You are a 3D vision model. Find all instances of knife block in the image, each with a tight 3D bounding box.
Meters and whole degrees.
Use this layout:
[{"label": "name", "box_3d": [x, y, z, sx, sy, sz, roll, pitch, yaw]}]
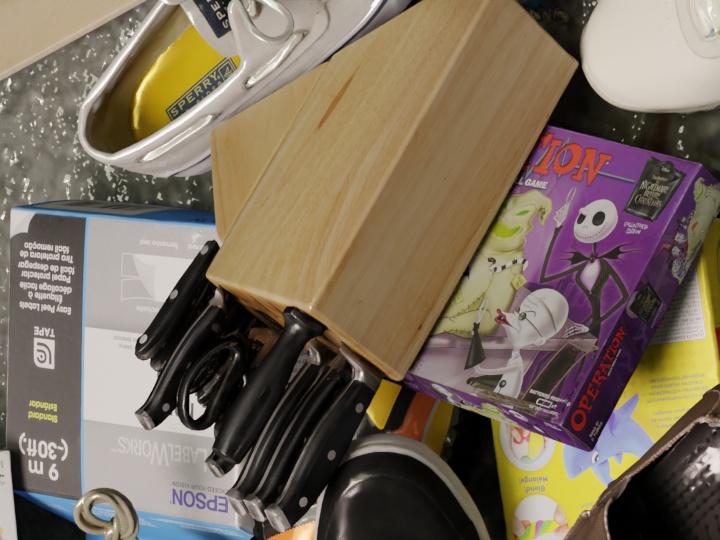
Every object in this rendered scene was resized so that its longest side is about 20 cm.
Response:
[{"label": "knife block", "box_3d": [0.000, 0.000, 1.096, 0.200, 0.064, 0.176, -29, 46, 23]}]

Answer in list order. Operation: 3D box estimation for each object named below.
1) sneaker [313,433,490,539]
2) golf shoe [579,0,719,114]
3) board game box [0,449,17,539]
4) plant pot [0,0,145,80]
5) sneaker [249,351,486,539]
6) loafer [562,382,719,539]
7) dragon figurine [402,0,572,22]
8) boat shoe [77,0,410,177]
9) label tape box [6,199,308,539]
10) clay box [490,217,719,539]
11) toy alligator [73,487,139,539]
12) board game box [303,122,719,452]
[{"label": "sneaker", "box_3d": [0.025, 0.174, 1.102, 0.073, 0.112, 0.201, -8, 115, 2]}, {"label": "golf shoe", "box_3d": [0.153, -0.116, 1.059, 0.200, 0.097, 0.079, -25, 81, 36]}, {"label": "board game box", "box_3d": [-0.193, 0.186, 1.327, 0.134, 0.034, 0.201, 177, 88, -68]}, {"label": "plant pot", "box_3d": [-0.229, -0.199, 1.283, 0.199, 0.200, 0.178, -24, 67, 35]}, {"label": "sneaker", "box_3d": [-0.017, 0.125, 1.202, 0.090, 0.070, 0.201, 24, 101, 15]}, {"label": "loafer", "box_3d": [0.106, 0.111, 1.062, 0.073, 0.071, 0.200, 45, 119, 25]}, {"label": "dragon figurine", "box_3d": [0.043, -0.159, 1.157, 0.199, 0.059, 0.100, 12, 100, 34]}, {"label": "boat shoe", "box_3d": [-0.050, -0.112, 1.136, 0.202, 0.086, 0.075, -40, 71, 28]}, {"label": "label tape box", "box_3d": [-0.092, 0.072, 1.267, 0.143, 0.066, 0.201, 6, 95, 36]}, {"label": "clay box", "box_3d": [0.115, 0.085, 1.128, 0.115, 0.048, 0.201, -8, 89, 37]}, {"label": "toy alligator", "box_3d": [-0.075, 0.158, 1.232, 0.059, 0.054, 0.200, -15, 122, 15]}, {"label": "board game box", "box_3d": [0.045, -0.007, 1.129, 0.200, 0.032, 0.120, 17, 70, 46]}]
